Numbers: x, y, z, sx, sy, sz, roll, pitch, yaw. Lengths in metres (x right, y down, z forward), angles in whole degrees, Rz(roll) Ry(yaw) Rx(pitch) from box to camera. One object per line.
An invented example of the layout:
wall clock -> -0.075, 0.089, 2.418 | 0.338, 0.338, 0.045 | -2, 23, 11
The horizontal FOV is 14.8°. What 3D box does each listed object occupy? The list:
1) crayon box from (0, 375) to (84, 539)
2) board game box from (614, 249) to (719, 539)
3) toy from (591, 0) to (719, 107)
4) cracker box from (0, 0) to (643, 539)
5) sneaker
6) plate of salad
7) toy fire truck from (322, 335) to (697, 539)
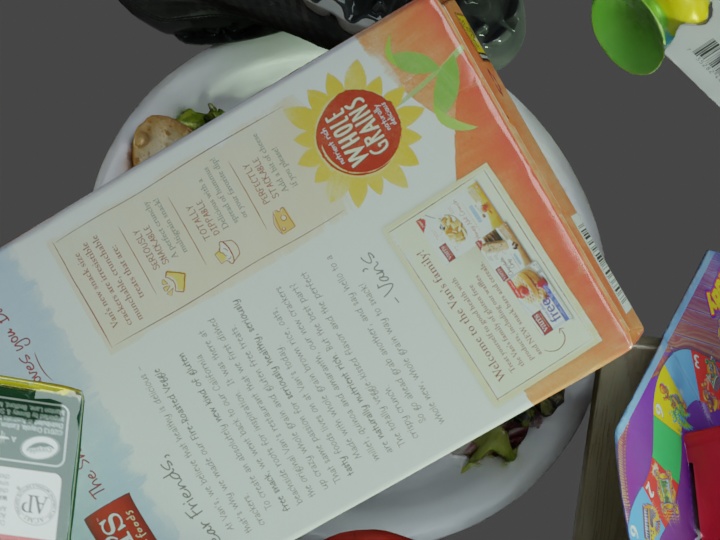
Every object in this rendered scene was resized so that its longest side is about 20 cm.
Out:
crayon box -> -0.200, 0.066, 0.850 | 0.200, 0.173, 0.058 | 9, 72, -15
board game box -> 0.156, 0.082, 0.969 | 0.158, 0.039, 0.200 | 60, 34, -18
toy -> 0.162, -0.127, 1.084 | 0.200, 0.047, 0.115 | -32, 69, -37
cracker box -> -0.025, 0.014, 0.930 | 0.200, 0.058, 0.134 | -30, 89, 10
sneaker -> -0.035, -0.113, 0.997 | 0.200, 0.091, 0.067 | 23, 65, 6
plate of salad -> 0.000, 0.000, 1.002 | 0.200, 0.048, 0.200 | 5, 72, -16
toy fire truck -> 0.047, 0.123, 0.955 | 0.176, 0.129, 0.200 | 19, 49, -17
